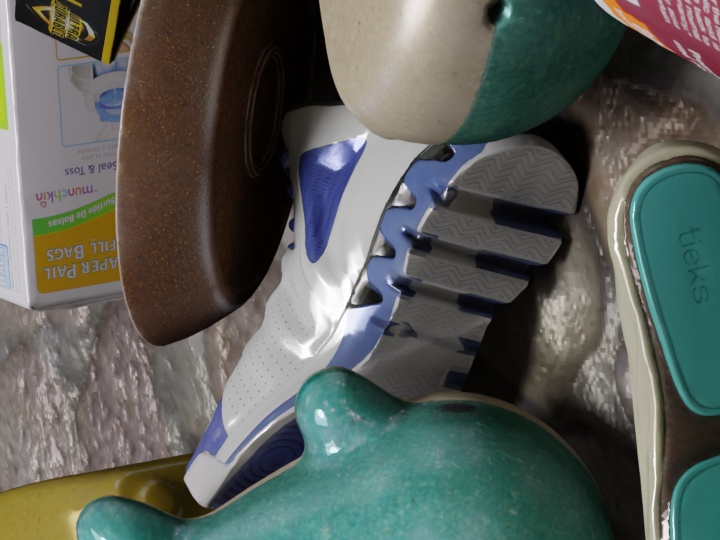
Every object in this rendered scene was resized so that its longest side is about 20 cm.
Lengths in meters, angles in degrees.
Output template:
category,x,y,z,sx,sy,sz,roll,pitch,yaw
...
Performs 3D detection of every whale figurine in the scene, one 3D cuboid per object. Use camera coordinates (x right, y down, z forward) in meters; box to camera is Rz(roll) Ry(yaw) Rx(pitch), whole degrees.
category,x,y,z,sx,sy,sz,roll,pitch,yaw
whale figurine,0.038,-0.123,1.016,0.200,0.103,0.160,-120,36,-66
whale figurine,-0.005,0.118,1.021,0.104,0.198,0.160,-89,-5,-78

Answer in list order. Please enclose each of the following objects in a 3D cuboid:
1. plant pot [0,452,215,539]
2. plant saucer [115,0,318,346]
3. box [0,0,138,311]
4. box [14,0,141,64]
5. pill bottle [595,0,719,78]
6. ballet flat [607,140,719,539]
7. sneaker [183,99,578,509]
category,x,y,z,sx,sy,sz,roll,pitch,yaw
plant pot,-0.077,0.169,1.184,0.200,0.195,0.195,-48,59,49
plant saucer,-0.052,-0.067,1.121,0.034,0.200,0.202,8,112,12
box,-0.139,-0.093,1.291,0.112,0.101,0.201,15,111,56
box,-0.078,-0.185,1.063,0.200,0.049,0.160,121,175,-73
pill bottle,0.156,-0.090,0.794,0.200,0.114,0.115,38,130,49
ballet flat,0.122,0.055,0.954,0.069,0.069,0.201,-6,92,59
sneaker,0.000,-0.001,1.099,0.200,0.080,0.115,-54,39,21
